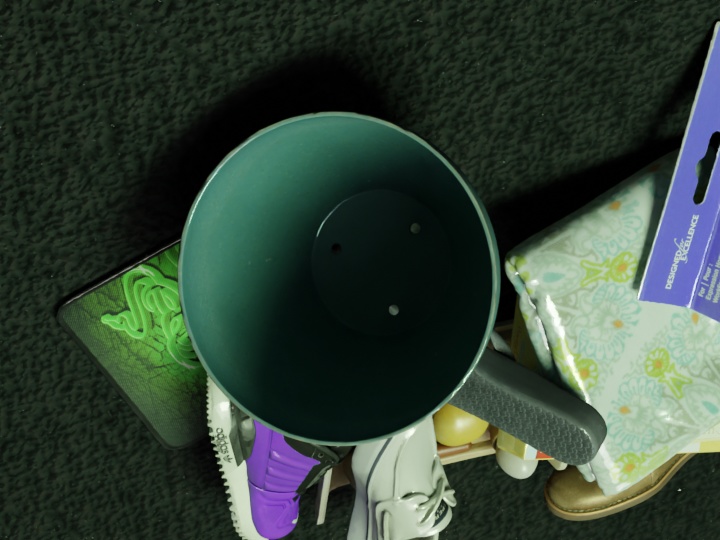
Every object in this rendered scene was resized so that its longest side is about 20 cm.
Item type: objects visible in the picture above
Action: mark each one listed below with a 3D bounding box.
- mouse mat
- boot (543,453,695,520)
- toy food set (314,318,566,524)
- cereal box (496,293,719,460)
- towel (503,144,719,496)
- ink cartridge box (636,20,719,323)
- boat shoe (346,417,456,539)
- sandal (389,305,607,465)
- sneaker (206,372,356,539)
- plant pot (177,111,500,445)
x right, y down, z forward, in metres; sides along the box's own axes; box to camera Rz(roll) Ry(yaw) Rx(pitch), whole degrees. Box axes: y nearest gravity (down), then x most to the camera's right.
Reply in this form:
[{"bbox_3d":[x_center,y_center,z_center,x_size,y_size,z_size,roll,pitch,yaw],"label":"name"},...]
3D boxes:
[{"bbox_3d":[-0.097,0.040,1.699,0.160,0.008,0.200,-29,141,3],"label":"mouse mat"},{"bbox_3d":[0.220,0.116,1.917,0.199,0.074,0.076,-30,137,-11],"label":"boot"},{"bbox_3d":[0.065,0.114,1.829,0.198,0.061,0.144,-12,140,-18],"label":"toy food set"},{"bbox_3d":[0.194,0.058,1.798,0.199,0.039,0.145,1,102,-32],"label":"cereal box"},{"bbox_3d":[0.199,0.034,1.742,0.171,0.048,0.201,-32,117,-22],"label":"towel"},{"bbox_3d":[0.298,-0.056,1.719,0.199,0.043,0.200,6,105,-33],"label":"ink cartridge box"},{"bbox_3d":[0.033,0.157,1.761,0.072,0.066,0.201,-39,153,-36],"label":"boat shoe"},{"bbox_3d":[0.079,0.064,1.719,0.043,0.199,0.076,-57,178,-31],"label":"sandal"},{"bbox_3d":[-0.045,0.125,1.743,0.099,0.070,0.201,-6,146,4],"label":"sneaker"},{"bbox_3d":[0.000,0.000,1.588,0.200,0.201,0.135,-37,175,14],"label":"plant pot"}]
